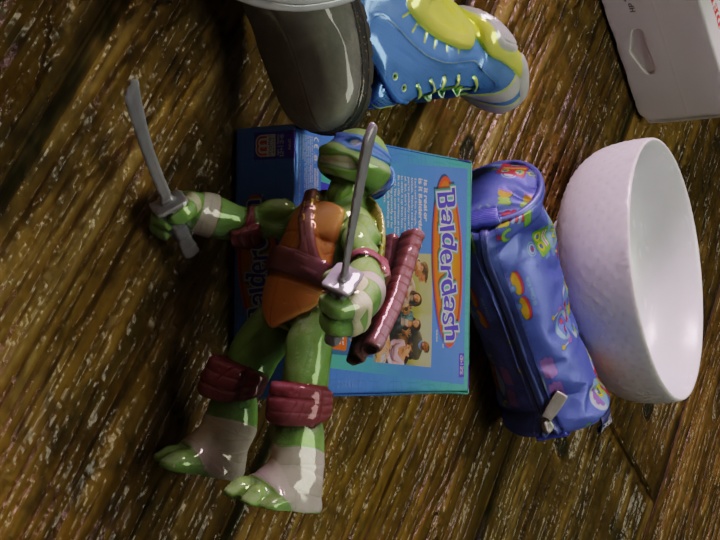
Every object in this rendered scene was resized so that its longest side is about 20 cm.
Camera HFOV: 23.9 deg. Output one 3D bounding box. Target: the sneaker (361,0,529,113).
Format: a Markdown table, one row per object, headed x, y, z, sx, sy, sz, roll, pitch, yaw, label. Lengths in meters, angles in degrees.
| x | y | z | sx | sy | sz | roll | pitch | yaw | label |
| --- | --- | --- | --- | --- | --- | --- | --- | --- | --- |
| 0.028 | -0.130 | 1.052 | 0.200 | 0.076 | 0.105 | 39 | 70 | -42 | sneaker |

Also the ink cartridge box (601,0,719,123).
| x | y | z | sx | sy | sz | roll | pitch | yaw | label |
| --- | --- | --- | --- | --- | --- | --- | --- | --- | --- |
| 0.285 | -0.241 | 1.431 | 0.200 | 0.086 | 0.147 | -60 | 136 | -41 | ink cartridge box |

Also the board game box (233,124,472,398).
| x | y | z | sx | sy | sz | roll | pitch | yaw | label |
| --- | --- | --- | --- | --- | --- | --- | --- | --- | --- |
| 0.000 | 0.000 | 1.018 | 0.200 | 0.045 | 0.152 | 6 | 84 | -56 | board game box |

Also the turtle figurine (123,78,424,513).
| x | y | z | sx | sy | sz | roll | pitch | yaw | label |
| --- | --- | --- | --- | --- | --- | --- | --- | --- | --- |
| -0.057 | 0.013 | 0.843 | 0.200 | 0.144 | 0.194 | 11 | 94 | -77 | turtle figurine |

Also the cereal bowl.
| x | y | z | sx | sy | sz | roll | pitch | yaw | label |
| --- | --- | --- | --- | --- | --- | --- | --- | --- | --- |
| 0.192 | 0.002 | 1.272 | 0.200 | 0.083 | 0.201 | -5 | 90 | -65 | cereal bowl |

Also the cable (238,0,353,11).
| x | y | z | sx | sy | sz | roll | pitch | yaw | label |
| --- | --- | --- | --- | --- | --- | --- | --- | --- | --- |
| -0.038 | -0.228 | 0.827 | 0.200 | 0.069 | 0.200 | 49 | 63 | -10 | cable |

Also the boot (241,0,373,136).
| x | y | z | sx | sy | sz | roll | pitch | yaw | label |
| --- | --- | --- | --- | --- | --- | --- | --- | --- | --- |
| -0.070 | -0.164 | 0.888 | 0.131 | 0.068 | 0.200 | -8 | 81 | -53 | boot |

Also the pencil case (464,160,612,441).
| x | y | z | sx | sy | sz | roll | pitch | yaw | label |
| --- | --- | --- | --- | --- | --- | --- | --- | --- | --- |
| 0.111 | 0.027 | 1.159 | 0.087 | 0.078 | 0.200 | -80 | 153 | -60 | pencil case |
